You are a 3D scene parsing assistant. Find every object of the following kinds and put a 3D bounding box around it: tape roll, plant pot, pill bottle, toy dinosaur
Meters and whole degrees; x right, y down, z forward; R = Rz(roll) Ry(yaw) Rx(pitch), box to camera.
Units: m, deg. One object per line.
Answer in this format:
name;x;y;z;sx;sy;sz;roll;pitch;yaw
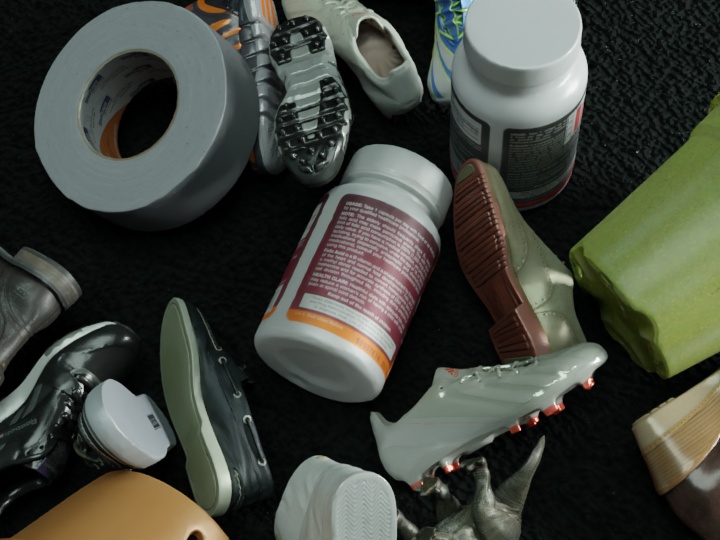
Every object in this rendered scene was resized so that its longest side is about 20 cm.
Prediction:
tape roll;-0.194;-0.140;1.136;0.200;0.066;0.200;-6;73;21
plant pot;-0.177;0.241;0.902;0.200;0.200;0.140;25;48;17
plant pot;0.280;-0.014;1.021;0.184;0.200;0.200;-35;64;-3
pill bottle;0.000;0.000;1.059;0.114;0.114;0.200;18;64;13
toy dinosaur;0.079;0.207;0.961;0.077;0.102;0.200;-1;38;45
pill bottle;0.135;-0.148;1.084;0.116;0.200;0.116;-1;61;2

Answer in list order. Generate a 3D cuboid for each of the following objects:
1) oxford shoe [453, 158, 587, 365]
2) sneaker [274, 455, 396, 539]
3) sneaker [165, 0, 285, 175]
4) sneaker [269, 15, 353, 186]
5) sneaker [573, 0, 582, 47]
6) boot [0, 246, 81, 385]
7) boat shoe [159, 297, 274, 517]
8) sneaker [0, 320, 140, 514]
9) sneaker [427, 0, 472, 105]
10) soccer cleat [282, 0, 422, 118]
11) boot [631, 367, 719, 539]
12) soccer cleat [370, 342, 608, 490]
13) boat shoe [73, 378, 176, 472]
oxford shoe;0.136;-0.003;1.071;0.074;0.071;0.200;-12;81;-27
sneaker;-0.019;0.242;0.951;0.074;0.116;0.200;3;92;-24
sneaker;-0.129;-0.174;1.197;0.112;0.078;0.200;-14;68;16
sneaker;-0.036;-0.135;1.112;0.066;0.091;0.200;-17;46;8
sneaker;0.198;-0.288;1.236;0.090;0.066;0.200;-15;58;-2
boot;-0.347;0.049;1.046;0.200;0.069;0.174;14;55;35
boat shoe;-0.116;0.108;1.034;0.066;0.075;0.199;1;47;-29
sneaker;-0.248;0.130;1.015;0.200;0.076;0.088;-41;47;-8
sneaker;0.086;-0.262;1.185;0.076;0.105;0.200;6;73;51
soccer cleat;-0.007;-0.230;1.200;0.069;0.078;0.200;-34;63;-14
boot;0.331;0.148;0.994;0.200;0.072;0.166;-30;75;-14
soccer cleat;0.099;0.100;0.995;0.200;0.069;0.078;-31;78;9
boat shoe;-0.186;0.129;0.957;0.057;0.200;0.069;-31;82;-3
